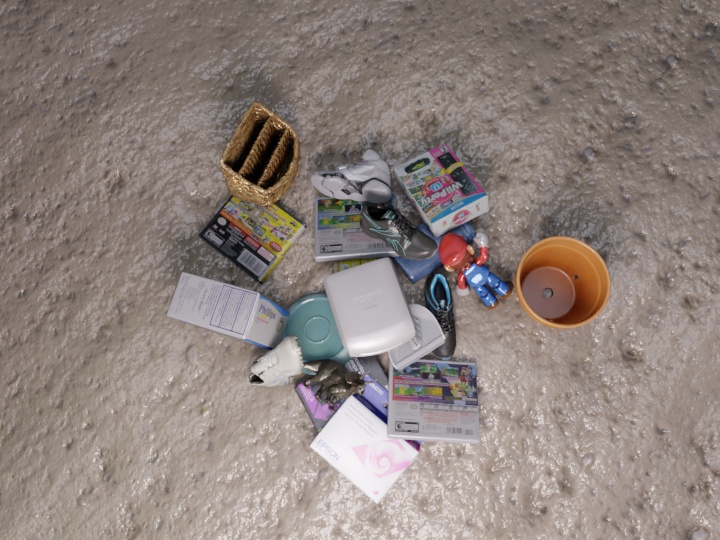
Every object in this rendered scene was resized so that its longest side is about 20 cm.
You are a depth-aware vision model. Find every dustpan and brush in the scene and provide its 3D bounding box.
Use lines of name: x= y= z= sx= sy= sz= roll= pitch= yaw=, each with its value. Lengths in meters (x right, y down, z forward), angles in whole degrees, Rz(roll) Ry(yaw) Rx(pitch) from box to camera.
dustpan and brush: x=0.105 y=0.110 z=1.356 sx=0.139 sy=0.057 sz=0.200 roll=-36 pitch=36 yaw=20

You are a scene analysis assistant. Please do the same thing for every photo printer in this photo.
photo printer: x=0.022 y=0.085 z=1.303 sx=0.166 sy=0.070 sz=0.201 roll=-17 pitch=65 yaw=-4

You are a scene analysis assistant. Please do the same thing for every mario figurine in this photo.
mario figurine: x=0.260 y=-0.012 z=1.369 sx=0.200 sy=0.106 sz=0.124 roll=46 pitch=74 yaw=-11

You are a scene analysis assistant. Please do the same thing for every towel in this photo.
towel: x=0.171 y=-0.064 z=1.417 sx=0.200 sy=0.049 sz=0.112 roll=-35 pitch=77 yaw=-6

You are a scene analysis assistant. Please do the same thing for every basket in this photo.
basket: x=-0.227 y=-0.270 z=1.419 sx=0.142 sy=0.149 sz=0.201 roll=21 pitch=68 yaw=7

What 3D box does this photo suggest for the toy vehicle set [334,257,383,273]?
toy vehicle set: x=0.000 y=0.000 z=1.399 sx=0.124 sy=0.027 sz=0.201 roll=-2 pitch=64 yaw=3

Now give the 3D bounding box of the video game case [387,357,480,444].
video game case: x=0.160 y=0.285 z=1.313 sx=0.199 sy=0.023 sz=0.183 roll=4 pitch=58 yaw=-1

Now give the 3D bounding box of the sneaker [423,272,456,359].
sneaker: x=0.179 y=0.103 z=1.359 sx=0.073 sy=0.082 sz=0.201 roll=-7 pitch=78 yaw=-2

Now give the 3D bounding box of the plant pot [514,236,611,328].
plant pot: x=0.436 y=0.037 z=1.333 sx=0.199 sy=0.140 sz=0.201 roll=-1 pitch=77 yaw=2

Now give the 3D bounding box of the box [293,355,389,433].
box: x=-0.031 y=0.279 z=1.351 sx=0.200 sy=0.036 sz=0.143 roll=-30 pitch=78 yaw=-6

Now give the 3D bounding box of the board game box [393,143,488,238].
board game box: x=0.190 y=-0.192 z=1.406 sx=0.147 sy=0.064 sz=0.200 roll=-27 pitch=56 yaw=-3

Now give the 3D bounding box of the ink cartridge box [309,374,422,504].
ink cartridge box: x=0.024 y=0.367 z=1.299 sx=0.196 sy=0.043 sz=0.200 roll=39 pitch=86 yaw=2

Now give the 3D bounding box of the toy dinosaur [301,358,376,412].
toy dinosaur: x=-0.060 y=0.239 z=1.295 sx=0.200 sy=0.077 sz=0.102 roll=26 pitch=65 yaw=39

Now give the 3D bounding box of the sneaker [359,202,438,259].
sneaker: x=0.083 y=-0.089 z=1.341 sx=0.199 sy=0.079 sz=0.075 roll=26 pitch=61 yaw=17

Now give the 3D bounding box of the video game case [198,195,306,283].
video game case: x=-0.264 y=-0.096 z=1.457 sx=0.200 sy=0.026 sz=0.181 roll=36 pitch=81 yaw=11

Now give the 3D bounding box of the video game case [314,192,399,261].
video game case: x=-0.010 y=-0.106 z=1.419 sx=0.199 sy=0.022 sz=0.183 roll=-4 pitch=56 yaw=2

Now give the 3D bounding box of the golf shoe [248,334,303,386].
golf shoe: x=-0.185 y=0.206 z=1.289 sx=0.097 sy=0.200 sz=0.078 roll=-8 pitch=60 yaw=-28

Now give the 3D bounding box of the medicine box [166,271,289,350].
medicine box: x=-0.287 y=0.094 z=1.316 sx=0.199 sy=0.182 sz=0.103 roll=15 pitch=79 yaw=18

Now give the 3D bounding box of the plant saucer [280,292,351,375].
plant saucer: x=-0.098 y=0.140 z=1.375 sx=0.199 sy=0.027 sz=0.201 roll=-3 pitch=66 yaw=7

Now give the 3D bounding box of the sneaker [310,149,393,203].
sneaker: x=-0.015 y=-0.234 z=1.446 sx=0.199 sy=0.075 sz=0.115 roll=11 pitch=60 yaw=6
